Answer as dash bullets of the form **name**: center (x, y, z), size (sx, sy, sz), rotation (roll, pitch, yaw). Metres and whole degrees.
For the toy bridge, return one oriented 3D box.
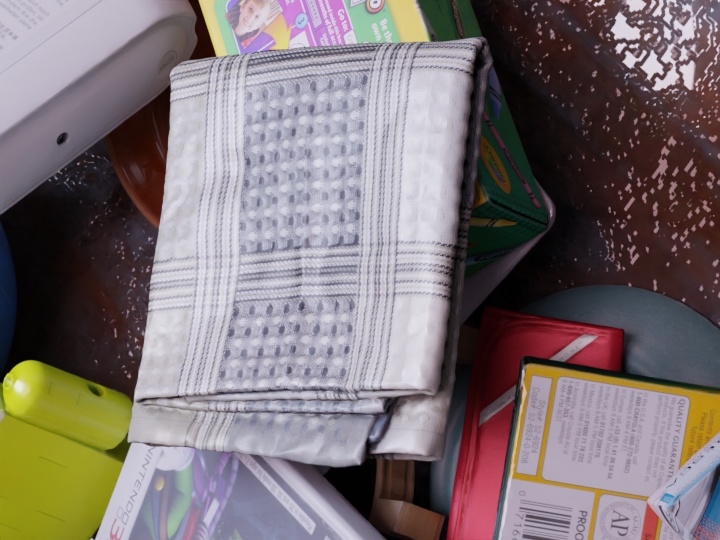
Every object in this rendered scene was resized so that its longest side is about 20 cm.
- **toy bridge**: center (0.038, 0.035, 1.490), size (0.067, 0.027, 0.201), rotation (-3, 72, 64)

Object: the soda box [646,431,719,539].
- **soda box**: center (0.216, 0.157, 1.313), size (0.064, 0.068, 0.200), rotation (-42, 91, -3)

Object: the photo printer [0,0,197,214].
- **photo printer**: center (-0.196, -0.119, 1.546), size (0.166, 0.070, 0.200), rotation (38, 63, 24)

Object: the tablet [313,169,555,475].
- **tablet**: center (0.000, 0.000, 1.486), size (0.200, 0.014, 0.130), rotation (-48, 54, 18)

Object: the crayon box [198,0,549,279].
- **crayon box**: center (0.003, -0.083, 1.460), size (0.119, 0.058, 0.201), rotation (-32, 61, 26)

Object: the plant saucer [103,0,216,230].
- **plant saucer**: center (-0.050, -0.104, 1.567), size (0.199, 0.032, 0.202), rotation (-1, 88, 32)

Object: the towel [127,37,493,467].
- **towel**: center (-0.030, -0.009, 1.407), size (0.192, 0.034, 0.201), rotation (0, 80, 37)

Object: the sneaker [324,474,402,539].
- **sneaker**: center (0.001, 0.171, 1.495), size (0.200, 0.077, 0.112), rotation (42, 119, 33)

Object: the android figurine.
- **android figurine**: center (-0.199, 0.120, 1.559), size (0.182, 0.199, 0.041), rotation (-51, 35, 19)

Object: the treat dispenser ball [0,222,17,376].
- **treat dispenser ball**: center (-0.284, 0.016, 1.609), size (0.200, 0.201, 0.202), rotation (-2, 87, 32)

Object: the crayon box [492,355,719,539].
- **crayon box**: center (0.162, 0.118, 1.375), size (0.199, 0.052, 0.127), rotation (9, 93, 2)

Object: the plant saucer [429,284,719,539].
- **plant saucer**: center (0.110, 0.107, 1.453), size (0.199, 0.036, 0.201), rotation (-2, 87, 32)

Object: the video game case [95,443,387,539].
- **video game case**: center (-0.070, 0.165, 1.487), size (0.200, 0.023, 0.183), rotation (41, 118, 44)

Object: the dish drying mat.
- **dish drying mat**: center (0.077, 0.122, 1.436), size (0.076, 0.018, 0.201), rotation (9, 91, 21)
